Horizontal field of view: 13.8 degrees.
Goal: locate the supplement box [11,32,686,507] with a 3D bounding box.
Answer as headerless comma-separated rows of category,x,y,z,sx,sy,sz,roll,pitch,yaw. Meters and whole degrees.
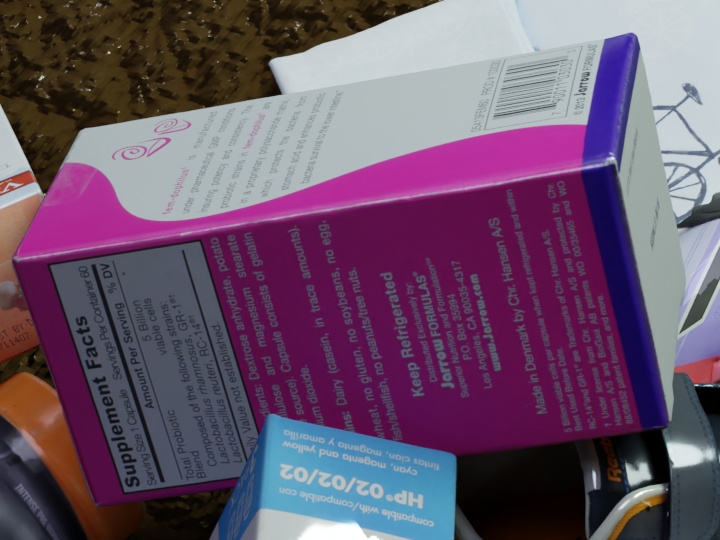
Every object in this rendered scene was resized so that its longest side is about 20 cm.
supplement box,0.000,0.000,0.988,0.200,0.103,0.101,-8,26,14

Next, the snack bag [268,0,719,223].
snack bag,0.078,-0.061,1.156,0.200,0.021,0.189,-19,41,-2

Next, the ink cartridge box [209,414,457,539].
ink cartridge box,-0.021,0.161,0.924,0.068,0.115,0.200,13,48,-11

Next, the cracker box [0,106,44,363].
cracker box,-0.182,-0.005,1.112,0.134,0.058,0.200,-23,19,-5

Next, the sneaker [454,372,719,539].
sneaker,0.113,0.075,0.999,0.200,0.079,0.078,-16,46,0

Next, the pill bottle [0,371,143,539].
pill bottle,-0.170,0.121,1.018,0.200,0.106,0.106,-40,51,-20

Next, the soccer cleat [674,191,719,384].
soccer cleat,0.111,0.025,1.057,0.200,0.068,0.073,-18,58,2
